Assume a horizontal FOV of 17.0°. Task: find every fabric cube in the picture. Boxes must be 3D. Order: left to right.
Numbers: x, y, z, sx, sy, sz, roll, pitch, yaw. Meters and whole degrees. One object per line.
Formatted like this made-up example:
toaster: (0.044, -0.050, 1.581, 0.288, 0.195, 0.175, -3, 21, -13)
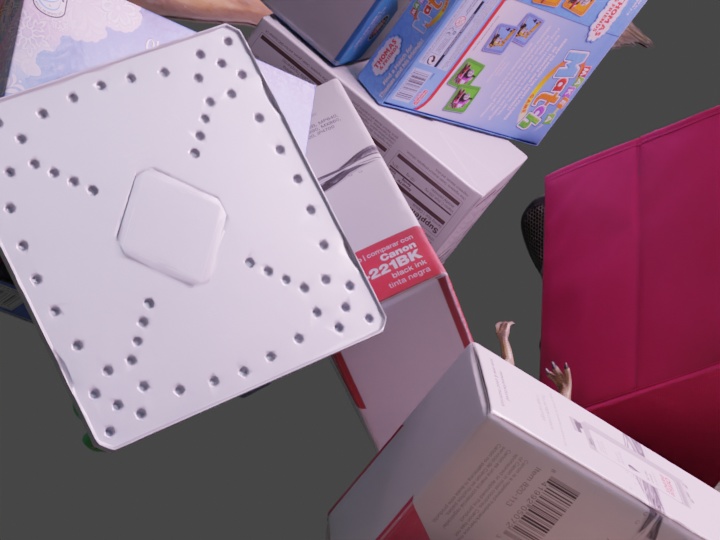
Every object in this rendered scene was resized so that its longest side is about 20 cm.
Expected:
fabric cube: (0.261, 0.025, 1.716, 0.196, 0.200, 0.200, 24, 59, -36)

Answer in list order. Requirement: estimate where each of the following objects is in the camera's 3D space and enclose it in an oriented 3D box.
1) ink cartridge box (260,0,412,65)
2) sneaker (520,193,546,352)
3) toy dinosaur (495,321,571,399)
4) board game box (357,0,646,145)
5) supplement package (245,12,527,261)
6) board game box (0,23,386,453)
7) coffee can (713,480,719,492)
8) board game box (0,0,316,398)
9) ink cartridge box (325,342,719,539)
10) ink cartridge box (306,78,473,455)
ink cartridge box: (0.027, -0.236, 1.744, 0.085, 0.145, 0.200, 40, 20, 11)
sneaker: (0.171, 0.015, 1.852, 0.114, 0.076, 0.200, 16, 41, -54)
toy dinosaur: (0.104, 0.103, 1.619, 0.200, 0.058, 0.101, 47, 39, -18)
board game box: (0.108, -0.171, 1.730, 0.200, 0.151, 0.037, 11, 31, -52)
supplement package: (-0.002, -0.091, 1.754, 0.200, 0.111, 0.156, 40, 20, 4)
board game box: (-0.109, -0.020, 1.331, 0.200, 0.026, 0.200, -23, 83, -34)
coffee can: (0.296, 0.174, 1.560, 0.146, 0.200, 0.146, 32, 21, -14)
board game box: (-0.128, -0.052, 1.387, 0.200, 0.043, 0.199, 22, 60, -28)
ink cartridge box: (0.102, 0.157, 1.347, 0.200, 0.147, 0.083, 32, 21, -19)
ink cartridge box: (0.000, 0.000, 1.506, 0.200, 0.084, 0.144, 61, -4, 44)
